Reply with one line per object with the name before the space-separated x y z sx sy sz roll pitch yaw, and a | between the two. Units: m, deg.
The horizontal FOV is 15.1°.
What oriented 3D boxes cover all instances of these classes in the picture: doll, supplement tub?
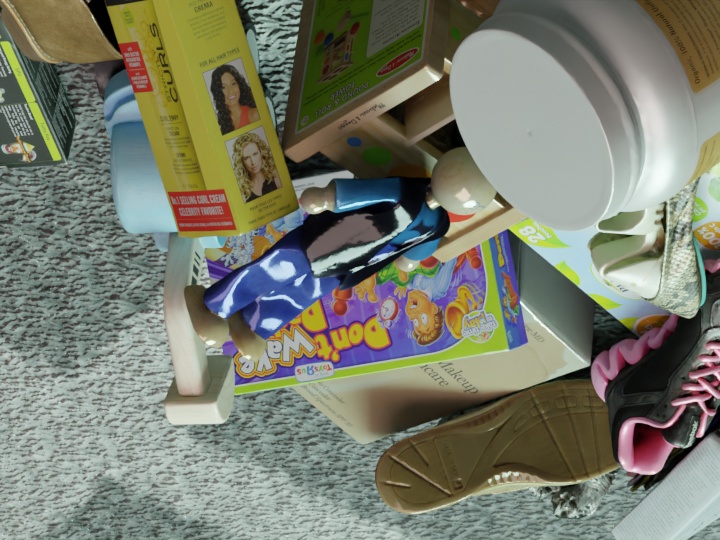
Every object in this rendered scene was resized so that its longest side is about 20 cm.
doll | -0.004 -0.016 1.609 0.200 0.049 0.136 -32 151 22
supplement tub | 0.161 -0.122 1.493 0.145 0.200 0.145 36 144 32

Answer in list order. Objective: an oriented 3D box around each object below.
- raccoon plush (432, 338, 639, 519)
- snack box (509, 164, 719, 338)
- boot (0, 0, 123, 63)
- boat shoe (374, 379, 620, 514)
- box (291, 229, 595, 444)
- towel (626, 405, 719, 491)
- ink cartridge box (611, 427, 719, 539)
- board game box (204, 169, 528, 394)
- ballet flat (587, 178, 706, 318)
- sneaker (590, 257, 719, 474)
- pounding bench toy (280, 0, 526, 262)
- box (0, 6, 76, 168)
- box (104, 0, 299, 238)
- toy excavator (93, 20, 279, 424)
raccoon plush | 0.136 0.083 1.946 0.134 0.097 0.200 27 110 -3
snack box | 0.222 -0.042 1.748 0.200 0.068 0.169 -24 133 36
boot | -0.194 -0.188 1.605 0.075 0.074 0.200 13 158 31
boat shoe | 0.105 0.118 1.887 0.199 0.072 0.065 -12 -178 -2
box | 0.056 0.041 1.875 0.200 0.078 0.095 -22 133 33
towel | 0.275 0.079 1.862 0.023 0.143 0.200 55 135 11
ink cartridge box | 0.287 0.108 1.856 0.041 0.199 0.200 53 139 12
board game box | 0.000 0.000 1.789 0.199 0.135 0.045 -10 -179 21
ballet flat | 0.172 -0.036 1.651 0.075 0.068 0.200 -25 142 -18
sneaker | 0.220 0.067 1.762 0.079 0.096 0.200 19 141 -18
pounding bench toy | 0.081 -0.119 1.622 0.156 0.125 0.200 33 136 -31
box | -0.300 -0.139 1.724 0.192 0.048 0.200 -5 140 12
box | -0.101 -0.121 1.604 0.075 0.050 0.201 1 112 54
toy excavator | -0.113 -0.030 1.707 0.099 0.201 0.195 -1 142 11
